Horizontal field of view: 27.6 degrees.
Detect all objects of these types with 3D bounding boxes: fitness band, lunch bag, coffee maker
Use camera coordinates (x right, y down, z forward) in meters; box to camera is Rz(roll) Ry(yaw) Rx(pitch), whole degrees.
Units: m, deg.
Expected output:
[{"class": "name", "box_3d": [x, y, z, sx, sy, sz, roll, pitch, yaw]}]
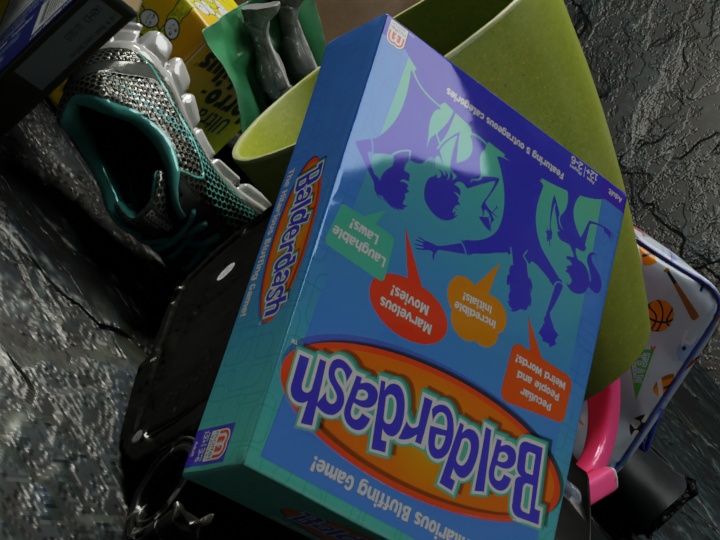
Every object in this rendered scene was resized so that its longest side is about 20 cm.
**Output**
[{"class": "fitness band", "box_3d": [0.139, 0.100, 1.052, 0.200, 0.037, 0.144, -10, 92, -56]}, {"class": "lunch bag", "box_3d": [0.186, 0.064, 1.176, 0.160, 0.200, 0.076, 32, 6, -10]}, {"class": "coffee maker", "box_3d": [-0.003, 0.096, 0.670, 0.200, 0.134, 0.193, 42, 55, -22]}]

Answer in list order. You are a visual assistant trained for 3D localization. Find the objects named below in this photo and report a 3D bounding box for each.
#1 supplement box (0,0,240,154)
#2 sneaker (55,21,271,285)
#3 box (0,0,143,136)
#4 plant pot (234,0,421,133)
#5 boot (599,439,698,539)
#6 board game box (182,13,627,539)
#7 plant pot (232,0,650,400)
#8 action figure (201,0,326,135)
[{"class": "supplement box", "box_3d": [-0.156, -0.169, 0.936, 0.200, 0.109, 0.109, 53, 14, 20]}, {"class": "sneaker", "box_3d": [-0.100, -0.032, 0.786, 0.200, 0.077, 0.091, 55, 21, -15]}, {"class": "box", "box_3d": [-0.148, -0.177, 0.801, 0.032, 0.121, 0.201, 34, 42, -29]}, {"class": "plant pot", "box_3d": [-0.026, -0.175, 1.068, 0.199, 0.176, 0.200, 12, 5, -1]}, {"class": "boot", "box_3d": [0.225, 0.150, 1.310, 0.168, 0.076, 0.200, 46, 19, 9]}, {"class": "board game box", "box_3d": [0.028, 0.021, 0.598, 0.152, 0.045, 0.201, 31, 61, -29]}, {"class": "plant pot", "box_3d": [0.064, -0.029, 0.769, 0.200, 0.187, 0.187, 57, 10, -16]}, {"class": "action figure", "box_3d": [-0.027, -0.070, 0.894, 0.118, 0.054, 0.201, -40, 121, -48]}]
